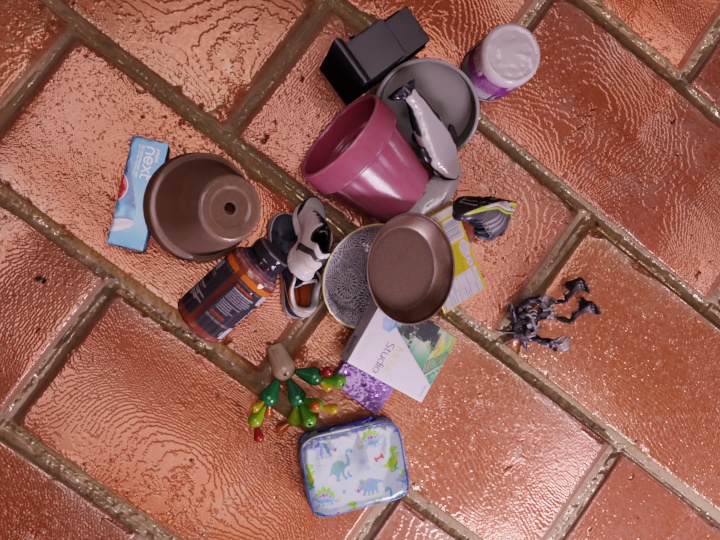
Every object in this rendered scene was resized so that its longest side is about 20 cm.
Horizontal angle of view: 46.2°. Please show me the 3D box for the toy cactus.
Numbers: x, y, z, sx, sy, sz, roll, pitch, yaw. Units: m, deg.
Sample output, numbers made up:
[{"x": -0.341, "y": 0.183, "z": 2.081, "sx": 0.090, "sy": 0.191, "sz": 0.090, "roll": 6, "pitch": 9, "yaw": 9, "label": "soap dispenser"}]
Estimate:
[{"x": -0.133, "y": 0.216, "z": 1.561, "sx": 0.199, "sy": 0.102, "sz": 0.166, "roll": -28, "pitch": 78, "yaw": 11, "label": "toy cactus"}]

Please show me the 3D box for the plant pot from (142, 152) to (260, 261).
[{"x": -0.257, "y": -0.108, "z": 1.472, "sx": 0.199, "sy": 0.174, "sz": 0.201, "roll": -4, "pitch": 97, "yaw": -32, "label": "plant pot"}]

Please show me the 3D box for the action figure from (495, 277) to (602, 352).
[{"x": 0.366, "y": 0.092, "z": 1.643, "sx": 0.199, "sy": 0.102, "sz": 0.119, "roll": -28, "pitch": 106, "yaw": -10, "label": "action figure"}]

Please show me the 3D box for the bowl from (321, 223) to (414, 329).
[{"x": 0.000, "y": 0.000, "z": 1.569, "sx": 0.200, "sy": 0.094, "sz": 0.202, "roll": -10, "pitch": 110, "yaw": -27, "label": "bowl"}]

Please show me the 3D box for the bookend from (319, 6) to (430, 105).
[{"x": 0.040, "y": -0.412, "z": 1.540, "sx": 0.198, "sy": 0.200, "sz": 0.092, "roll": -38, "pitch": 96, "yaw": -7, "label": "bookend"}]

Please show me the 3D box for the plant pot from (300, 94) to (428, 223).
[{"x": 0.021, "y": -0.191, "z": 1.549, "sx": 0.179, "sy": 0.200, "sz": 0.200, "roll": 40, "pitch": 83, "yaw": -23, "label": "plant pot"}]

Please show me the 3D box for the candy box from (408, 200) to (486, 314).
[{"x": 0.165, "y": -0.023, "z": 1.607, "sx": 0.102, "sy": 0.026, "sz": 0.201, "roll": -29, "pitch": 118, "yaw": -8, "label": "candy box"}]

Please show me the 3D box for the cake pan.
[{"x": 0.124, "y": -0.304, "z": 1.593, "sx": 0.199, "sy": 0.037, "sz": 0.201, "roll": 3, "pitch": 117, "yaw": 5, "label": "cake pan"}]

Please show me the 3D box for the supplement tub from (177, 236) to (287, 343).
[{"x": -0.225, "y": 0.031, "z": 1.515, "sx": 0.200, "sy": 0.107, "sz": 0.107, "roll": -41, "pitch": 96, "yaw": 9, "label": "supplement tub"}]

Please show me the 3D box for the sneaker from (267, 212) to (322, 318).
[{"x": -0.115, "y": -0.012, "z": 1.564, "sx": 0.078, "sy": 0.079, "sz": 0.201, "roll": -14, "pitch": 94, "yaw": -30, "label": "sneaker"}]

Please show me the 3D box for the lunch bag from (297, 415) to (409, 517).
[{"x": -0.013, "y": 0.361, "z": 1.583, "sx": 0.199, "sy": 0.082, "sz": 0.162, "roll": -12, "pitch": 92, "yaw": -10, "label": "lunch bag"}]

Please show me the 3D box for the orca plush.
[{"x": 0.110, "y": -0.249, "z": 1.563, "sx": 0.200, "sy": 0.071, "sz": 0.105, "roll": 44, "pitch": 59, "yaw": -28, "label": "orca plush"}]

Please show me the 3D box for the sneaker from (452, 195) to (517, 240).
[{"x": 0.235, "y": -0.096, "z": 1.594, "sx": 0.200, "sy": 0.074, "sz": 0.081, "roll": -5, "pitch": 105, "yaw": -52, "label": "sneaker"}]

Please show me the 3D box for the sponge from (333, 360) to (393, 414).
[{"x": 0.041, "y": 0.163, "z": 1.621, "sx": 0.111, "sy": 0.030, "sz": 0.200, "roll": 37, "pitch": 83, "yaw": -9, "label": "sponge"}]

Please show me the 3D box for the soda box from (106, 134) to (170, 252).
[{"x": -0.401, "y": -0.137, "z": 1.530, "sx": 0.068, "sy": 0.064, "sz": 0.201, "roll": 13, "pitch": 87, "yaw": -9, "label": "soda box"}]

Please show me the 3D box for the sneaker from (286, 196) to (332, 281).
[{"x": -0.079, "y": -0.069, "z": 1.532, "sx": 0.074, "sy": 0.201, "sz": 0.080, "roll": 32, "pitch": 126, "yaw": -27, "label": "sneaker"}]

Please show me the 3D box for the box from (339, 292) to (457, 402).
[{"x": 0.074, "y": 0.144, "z": 1.575, "sx": 0.200, "sy": 0.036, "sz": 0.145, "roll": 32, "pitch": 86, "yaw": -33, "label": "box"}]

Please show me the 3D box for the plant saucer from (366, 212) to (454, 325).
[{"x": 0.084, "y": -0.004, "z": 1.519, "sx": 0.200, "sy": 0.037, "sz": 0.202, "roll": -1, "pitch": 92, "yaw": -35, "label": "plant saucer"}]

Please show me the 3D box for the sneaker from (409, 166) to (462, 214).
[{"x": 0.124, "y": -0.132, "z": 1.618, "sx": 0.080, "sy": 0.076, "sz": 0.201, "roll": 30, "pitch": 84, "yaw": -2, "label": "sneaker"}]

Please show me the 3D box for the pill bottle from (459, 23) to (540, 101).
[{"x": 0.250, "y": -0.379, "z": 1.575, "sx": 0.112, "sy": 0.200, "sz": 0.113, "roll": 0, "pitch": 90, "yaw": -9, "label": "pill bottle"}]
